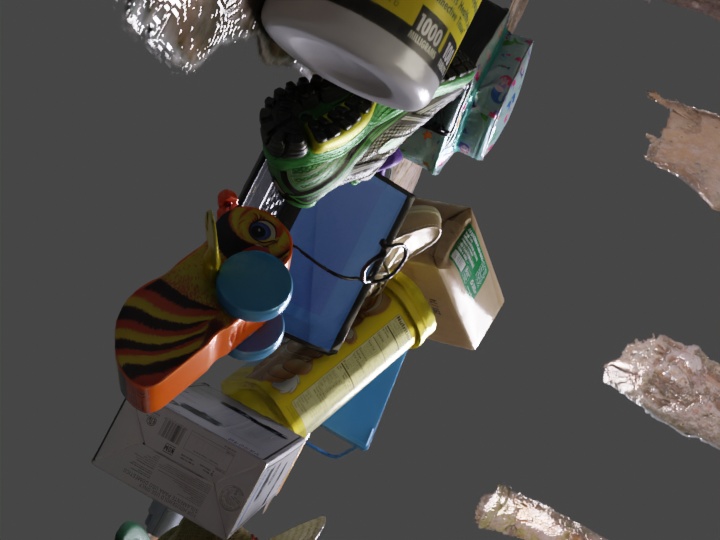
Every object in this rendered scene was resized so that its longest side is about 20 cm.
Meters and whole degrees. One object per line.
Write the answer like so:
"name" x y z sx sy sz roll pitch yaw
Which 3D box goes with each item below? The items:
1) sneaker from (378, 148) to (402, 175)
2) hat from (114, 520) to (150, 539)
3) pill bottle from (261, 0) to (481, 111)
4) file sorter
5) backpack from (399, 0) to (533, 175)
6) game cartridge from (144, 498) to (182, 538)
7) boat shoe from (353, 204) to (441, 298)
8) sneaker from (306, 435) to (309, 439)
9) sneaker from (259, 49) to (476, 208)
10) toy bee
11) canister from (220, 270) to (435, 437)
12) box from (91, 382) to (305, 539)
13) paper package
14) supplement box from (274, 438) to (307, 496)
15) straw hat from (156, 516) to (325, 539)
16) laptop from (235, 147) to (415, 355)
"sneaker" -0.017 -0.051 0.832 0.201 0.083 0.081 -66 173 27
"hat" -0.262 0.317 0.639 0.166 0.175 0.201 84 -4 -50
"pill bottle" 0.033 -0.206 0.462 0.201 0.112 0.112 -63 174 1
"file sorter" -0.036 0.157 1.188 0.123 0.138 0.201 -43 -162 57
"backpack" 0.116 -0.220 0.988 0.178 0.150 0.200 -60 178 -40
"game cartridge" -0.171 0.216 0.891 0.134 0.041 0.200 -59 174 -3
"boat shoe" 0.000 0.000 0.800 0.199 0.065 0.072 -25 148 -9
"sneaker" -0.074 0.126 0.957 0.085 0.077 0.201 126 -19 -76
"sneaker" 0.006 -0.119 0.600 0.200 0.078 0.085 -33 151 -26
"toy bee" -0.084 0.005 0.527 0.199 0.109 0.131 -16 147 -47
"canister" -0.036 0.091 0.844 0.200 0.087 0.148 -37 -168 -28
"box" -0.119 0.145 0.647 0.060 0.116 0.200 -63 175 -4
"paper package" 0.077 0.000 1.079 0.104 0.190 0.200 -59 143 -26
"supplement box" -0.088 0.183 1.020 0.201 0.066 0.069 -62 180 -17
"straw hat" -0.126 0.239 0.638 0.201 0.085 0.201 -44 177 -3
"laptop" -0.039 -0.022 0.671 0.178 0.103 0.200 -64 174 -1
